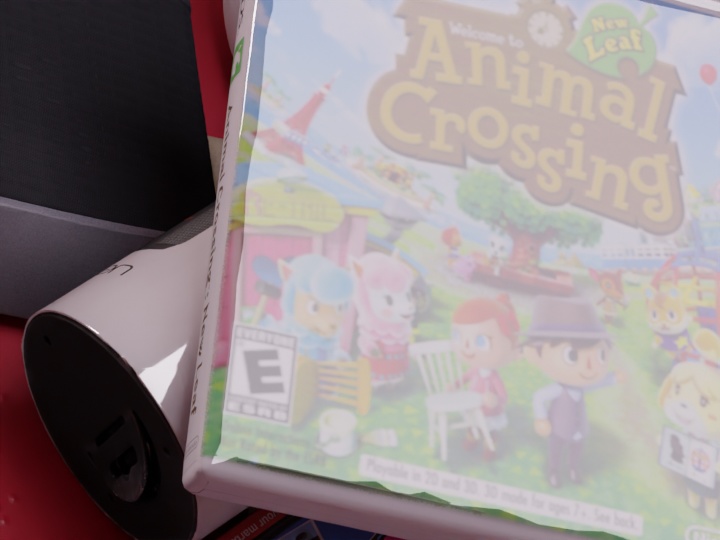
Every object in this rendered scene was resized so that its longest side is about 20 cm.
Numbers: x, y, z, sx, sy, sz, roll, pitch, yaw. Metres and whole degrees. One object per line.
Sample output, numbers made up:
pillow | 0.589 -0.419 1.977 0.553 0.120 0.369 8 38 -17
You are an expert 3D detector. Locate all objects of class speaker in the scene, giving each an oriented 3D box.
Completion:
speaker | 0.000 0.000 0.834 0.200 0.081 0.081 -33 82 -28

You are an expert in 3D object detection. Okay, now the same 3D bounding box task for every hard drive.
hard drive | -0.131 -0.057 0.841 0.199 0.042 0.135 15 50 -32

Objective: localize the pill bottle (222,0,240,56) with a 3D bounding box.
pill bottle | 0.059 -0.091 0.983 0.199 0.109 0.110 10 52 -36

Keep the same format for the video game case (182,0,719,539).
video game case | 0.056 -0.006 0.799 0.199 0.022 0.183 13 65 -16

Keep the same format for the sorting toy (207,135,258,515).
sorting toy | 0.040 0.048 0.911 0.185 0.036 0.201 11 52 -35

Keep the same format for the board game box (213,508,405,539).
board game box | -0.009 0.116 0.798 0.200 0.019 0.103 -33 83 -38
